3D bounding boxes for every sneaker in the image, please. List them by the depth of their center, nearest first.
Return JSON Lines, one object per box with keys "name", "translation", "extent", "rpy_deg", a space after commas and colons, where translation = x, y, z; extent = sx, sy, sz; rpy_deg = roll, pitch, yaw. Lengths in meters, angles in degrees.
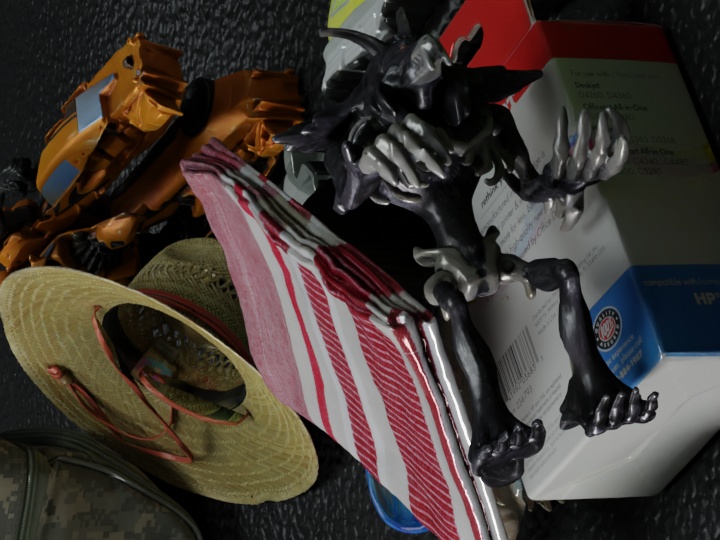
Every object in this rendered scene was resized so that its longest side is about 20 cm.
{"name": "sneaker", "translation": [0.034, -0.146, 1.310], "extent": [0.200, 0.078, 0.091], "rpy_deg": [-33, 55, 56]}
{"name": "sneaker", "translation": [0.000, 0.000, 1.358], "extent": [0.200, 0.074, 0.089], "rpy_deg": [-105, 20, -72]}

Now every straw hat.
{"name": "straw hat", "translation": [-0.087, 0.030, 1.519], "extent": [0.085, 0.201, 0.201], "rpy_deg": [-57, 15, -27]}

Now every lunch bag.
{"name": "lunch bag", "translation": [-0.188, 0.155, 1.618], "extent": [0.200, 0.167, 0.140], "rpy_deg": [172, 108, -67]}

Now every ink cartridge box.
{"name": "ink cartridge box", "translation": [0.090, -0.021, 1.213], "extent": [0.116, 0.067, 0.201], "rpy_deg": [-53, 46, 47]}

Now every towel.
{"name": "towel", "translation": [-0.007, 0.038, 1.255], "extent": [0.200, 0.023, 0.145], "rpy_deg": [38, 154, 53]}

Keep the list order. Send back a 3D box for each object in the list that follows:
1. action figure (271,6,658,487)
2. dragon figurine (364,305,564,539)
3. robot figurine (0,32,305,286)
{"name": "action figure", "translation": [0.046, -0.028, 1.118], "extent": [0.201, 0.118, 0.102], "rpy_deg": [67, 153, 19]}
{"name": "dragon figurine", "translation": [0.039, 0.084, 1.322], "extent": [0.099, 0.059, 0.201], "rpy_deg": [-49, 49, 51]}
{"name": "robot figurine", "translation": [-0.122, -0.043, 1.539], "extent": [0.200, 0.144, 0.058], "rpy_deg": [-46, 45, 41]}
